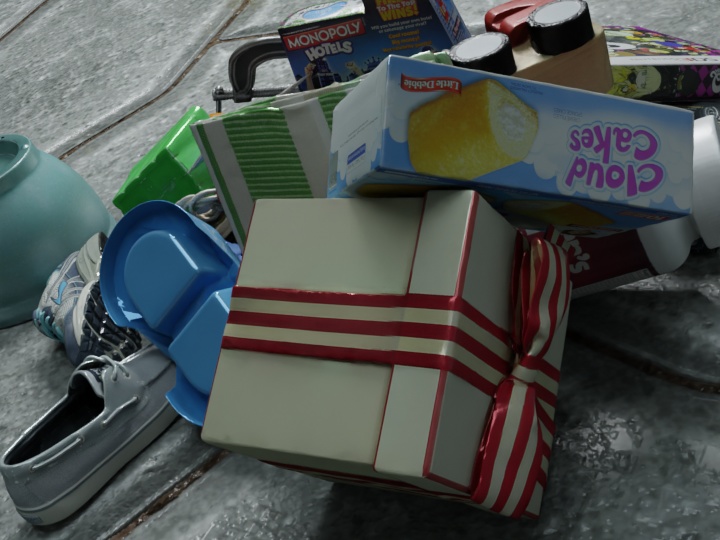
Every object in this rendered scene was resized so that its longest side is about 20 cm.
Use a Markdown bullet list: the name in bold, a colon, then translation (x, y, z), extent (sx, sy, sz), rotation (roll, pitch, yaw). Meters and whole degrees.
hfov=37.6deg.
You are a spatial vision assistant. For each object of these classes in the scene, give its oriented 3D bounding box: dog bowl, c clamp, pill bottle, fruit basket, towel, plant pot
- **dog bowl**: translation (-0.128, 0.033, 0.844), extent (0.112, 0.049, 0.200), rotation (-49, 66, 17)
- **c clamp**: translation (-0.074, -0.219, 1.196), extent (0.198, 0.171, 0.027), rotation (-8, 67, -5)
- **pill bottle**: translation (0.178, -0.040, 0.792), extent (0.199, 0.110, 0.110), rotation (-18, 32, 24)
- **fruit basket**: translation (-0.146, -0.109, 1.070), extent (0.185, 0.094, 0.200), rotation (-35, 3, 38)
- **towel**: translation (-0.011, -0.065, 0.771), extent (0.199, 0.153, 0.023), rotation (-11, 23, 20)
- **plant pot**: translation (-0.366, -0.055, 1.093), extent (0.199, 0.135, 0.201), rotation (-13, 35, 9)

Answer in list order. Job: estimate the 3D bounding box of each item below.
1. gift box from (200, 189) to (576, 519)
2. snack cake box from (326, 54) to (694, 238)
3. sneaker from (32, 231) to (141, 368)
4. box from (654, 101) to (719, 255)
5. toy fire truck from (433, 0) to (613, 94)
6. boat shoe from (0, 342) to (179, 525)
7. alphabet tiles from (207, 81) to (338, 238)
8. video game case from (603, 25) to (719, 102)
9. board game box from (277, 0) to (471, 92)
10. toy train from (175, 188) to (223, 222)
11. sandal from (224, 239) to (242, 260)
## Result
- **gift box**: translation (0.041, 0.052, 0.675), extent (0.186, 0.200, 0.186), rotation (2, 77, 34)
- **snack cake box**: translation (0.089, -0.070, 0.655), extent (0.198, 0.068, 0.115), rotation (7, -9, -16)
- **sneaker**: translation (-0.254, 0.046, 0.968), extent (0.086, 0.078, 0.200), rotation (-31, 27, 5)
- **box**: translation (0.235, -0.090, 0.919), extent (0.199, 0.044, 0.160), rotation (9, 44, 36)
- **toy fire truck**: translation (0.088, -0.148, 0.857), extent (0.175, 0.129, 0.200), rotation (-25, 32, -5)
- **boat shoe**: translation (-0.202, 0.108, 0.838), extent (0.070, 0.072, 0.201), rotation (8, 41, 35)
- **alphabet tiles**: translation (-0.084, -0.106, 1.036), extent (0.200, 0.015, 0.196), rotation (-46, 17, 4)
- **video game case**: translation (0.246, -0.199, 1.001), extent (0.180, 0.036, 0.200), rotation (-4, 23, -20)
- **board game box**: translation (0.027, -0.233, 1.083), extent (0.198, 0.201, 0.062), rotation (-5, 37, 19)
- **toy train**: translation (-0.081, -0.021, 0.882), extent (0.199, 0.084, 0.117), rotation (-18, 76, 26)
- **sandal**: translation (-0.142, -0.004, 0.951), extent (0.199, 0.088, 0.080), rotation (11, 42, 31)
